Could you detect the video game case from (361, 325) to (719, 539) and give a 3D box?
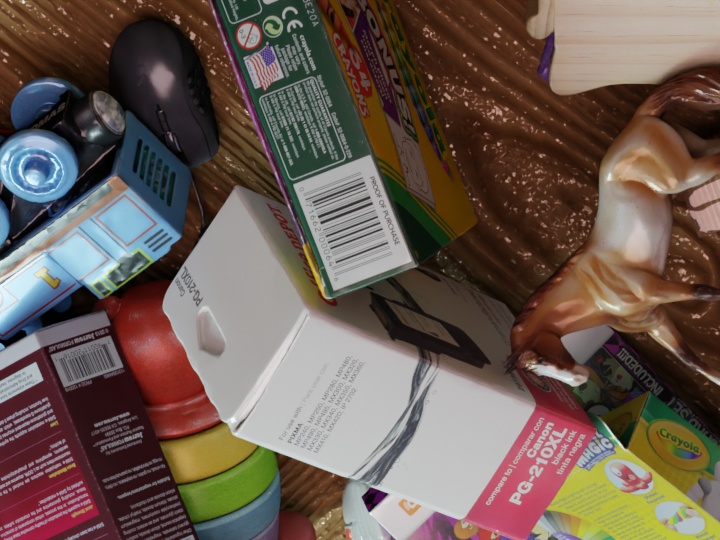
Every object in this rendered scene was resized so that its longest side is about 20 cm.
[{"bbox_3d":[0.132,0.143,1.568,0.181,0.036,0.200,-44,105,3],"label":"video game case"}]

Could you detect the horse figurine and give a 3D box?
[{"bbox_3d":[0.165,-0.024,1.397,0.132,0.050,0.201,15,90,11],"label":"horse figurine"}]

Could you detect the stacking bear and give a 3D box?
[{"bbox_3d":[-0.105,0.100,1.555,0.121,0.114,0.201,-8,113,7],"label":"stacking bear"}]

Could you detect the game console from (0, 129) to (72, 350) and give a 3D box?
[{"bbox_3d":[-0.266,0.020,1.575,0.176,0.031,0.201,-9,115,10],"label":"game console"}]

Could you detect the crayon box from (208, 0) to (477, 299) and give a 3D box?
[{"bbox_3d":[-0.011,-0.098,1.386,0.058,0.173,0.201,-20,94,16],"label":"crayon box"}]

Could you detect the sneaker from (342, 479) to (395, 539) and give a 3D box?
[{"bbox_3d":[0.058,0.200,1.624,0.082,0.077,0.201,-31,105,-15],"label":"sneaker"}]

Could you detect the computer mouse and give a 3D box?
[{"bbox_3d":[-0.102,-0.051,1.524,0.058,0.034,0.201,-12,115,10],"label":"computer mouse"}]

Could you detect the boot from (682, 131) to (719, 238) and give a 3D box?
[{"bbox_3d":[0.279,-0.011,1.496,0.154,0.077,0.201,-19,105,10],"label":"boot"}]

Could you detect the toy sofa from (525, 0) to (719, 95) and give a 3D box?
[{"bbox_3d":[0.190,-0.156,1.421,0.199,0.083,0.098,1,121,5],"label":"toy sofa"}]

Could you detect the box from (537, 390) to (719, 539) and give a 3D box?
[{"bbox_3d":[0.178,0.144,1.499,0.200,0.049,0.117,37,144,-16],"label":"box"}]

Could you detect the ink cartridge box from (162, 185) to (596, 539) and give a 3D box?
[{"bbox_3d":[0.008,0.051,1.431,0.199,0.145,0.085,23,108,-30],"label":"ink cartridge box"}]

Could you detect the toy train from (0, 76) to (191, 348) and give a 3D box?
[{"bbox_3d":[-0.194,-0.022,1.492,0.200,0.087,0.114,-35,115,23],"label":"toy train"}]

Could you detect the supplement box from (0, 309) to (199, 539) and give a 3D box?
[{"bbox_3d":[-0.159,0.137,1.502,0.109,0.061,0.201,-26,84,41],"label":"supplement box"}]
